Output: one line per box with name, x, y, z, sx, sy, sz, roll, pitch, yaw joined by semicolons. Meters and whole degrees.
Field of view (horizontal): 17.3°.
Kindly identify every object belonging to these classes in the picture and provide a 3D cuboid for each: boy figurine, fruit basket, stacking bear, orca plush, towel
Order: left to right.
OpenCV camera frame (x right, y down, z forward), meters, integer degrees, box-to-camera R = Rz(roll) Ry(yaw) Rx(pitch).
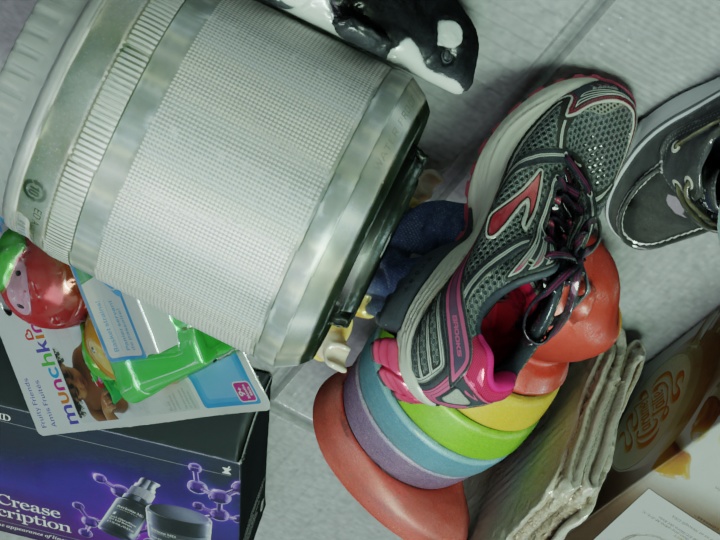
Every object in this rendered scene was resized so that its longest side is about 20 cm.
fruit basket;-0.156;0.008;1.343;0.199;0.094;0.187;-10;106;36
orca plush;-0.022;-0.162;1.178;0.199;0.072;0.105;26;-176;2
boy figurine;0.000;0.000;1.289;0.199;0.125;0.064;0;149;47
stacking bear;0.071;0.049;1.329;0.113;0.122;0.200;29;129;-20
towel;0.098;0.127;1.373;0.034;0.133;0.200;31;141;-7

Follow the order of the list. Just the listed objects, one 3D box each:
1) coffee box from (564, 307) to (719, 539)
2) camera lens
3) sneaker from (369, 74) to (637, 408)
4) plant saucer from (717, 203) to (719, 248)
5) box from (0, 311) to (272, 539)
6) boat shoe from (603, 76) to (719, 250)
coffee box;0.194;0.101;1.325;0.079;0.115;0.200;34;137;-11
camera lens;-0.075;-0.057;1.177;0.199;0.161;0.160;26;140;1
sneaker;0.089;-0.011;1.185;0.074;0.201;0.081;6;148;49
plant saucer;0.272;-0.005;1.146;0.199;0.039;0.202;7;139;6
box;-0.162;0.114;1.505;0.198;0.079;0.142;13;137;7
boat shoe;0.191;-0.054;1.193;0.070;0.067;0.200;37;136;-20
